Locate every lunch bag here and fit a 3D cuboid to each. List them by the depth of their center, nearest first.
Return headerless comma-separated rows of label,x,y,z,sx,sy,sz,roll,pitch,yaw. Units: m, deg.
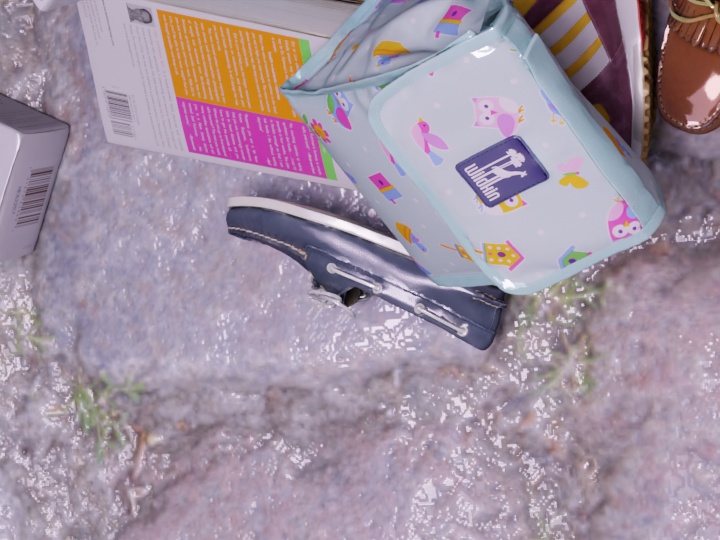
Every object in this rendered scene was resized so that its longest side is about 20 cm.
lunch bag,0.072,-0.079,1.418,0.170,0.122,0.200,51,159,-21

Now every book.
book,-0.085,-0.124,1.579,0.200,0.048,0.134,12,134,22

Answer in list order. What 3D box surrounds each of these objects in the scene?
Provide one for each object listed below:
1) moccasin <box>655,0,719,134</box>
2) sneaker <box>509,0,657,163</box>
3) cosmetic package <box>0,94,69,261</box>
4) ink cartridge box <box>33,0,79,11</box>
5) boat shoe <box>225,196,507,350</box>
moccasin,0.228,-0.176,1.440,0.074,0.078,0.202,32,109,15
sneaker,0.130,-0.145,1.462,0.090,0.075,0.200,-2,115,12
cosmetic package,-0.312,-0.091,1.697,0.200,0.074,0.102,23,105,19
ink cartridge box,-0.204,-0.292,1.509,0.200,0.044,0.174,53,129,9
boat shoe,0.000,0.000,1.571,0.200,0.075,0.062,16,92,12
